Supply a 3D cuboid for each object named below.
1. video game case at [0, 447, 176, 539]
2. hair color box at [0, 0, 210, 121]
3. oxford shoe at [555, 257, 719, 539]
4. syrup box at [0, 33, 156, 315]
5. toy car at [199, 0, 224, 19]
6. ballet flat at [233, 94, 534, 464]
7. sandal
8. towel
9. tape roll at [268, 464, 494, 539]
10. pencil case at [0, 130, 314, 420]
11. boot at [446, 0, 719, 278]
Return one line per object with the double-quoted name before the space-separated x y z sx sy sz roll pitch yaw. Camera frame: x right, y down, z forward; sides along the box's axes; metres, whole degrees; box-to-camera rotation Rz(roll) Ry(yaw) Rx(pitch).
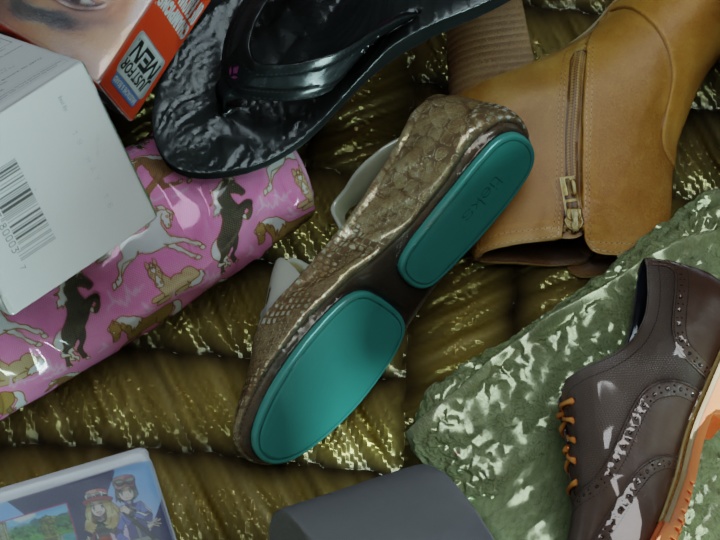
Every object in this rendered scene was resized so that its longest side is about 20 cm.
"video game case" -0.162 0.189 0.984 0.199 0.023 0.183 -15 70 -11
"hair color box" -0.098 -0.182 1.005 0.111 0.064 0.200 30 84 13
"oxford shoe" 0.110 0.086 0.988 0.073 0.071 0.200 29 66 2
"syrup box" -0.177 -0.054 0.987 0.081 0.200 0.079 -35 119 -21
"toy car" -0.025 -0.190 1.097 0.199 0.158 0.165 -25 83 -4
"ballet flat" 0.000 0.000 1.053 0.200 0.071 0.065 -49 50 -5
"sandal" -0.012 -0.115 1.001 0.200 0.048 0.075 -34 73 2
"towel" 0.133 0.071 1.045 0.200 0.036 0.149 -35 89 -17
"tape roll" 0.026 0.182 0.911 0.066 0.200 0.201 -17 71 -12
"pencil case" -0.117 -0.011 1.040 0.200 0.083 0.087 -32 101 -17
"boot" 0.140 -0.072 1.108 0.200 0.071 0.145 -8 75 -6
